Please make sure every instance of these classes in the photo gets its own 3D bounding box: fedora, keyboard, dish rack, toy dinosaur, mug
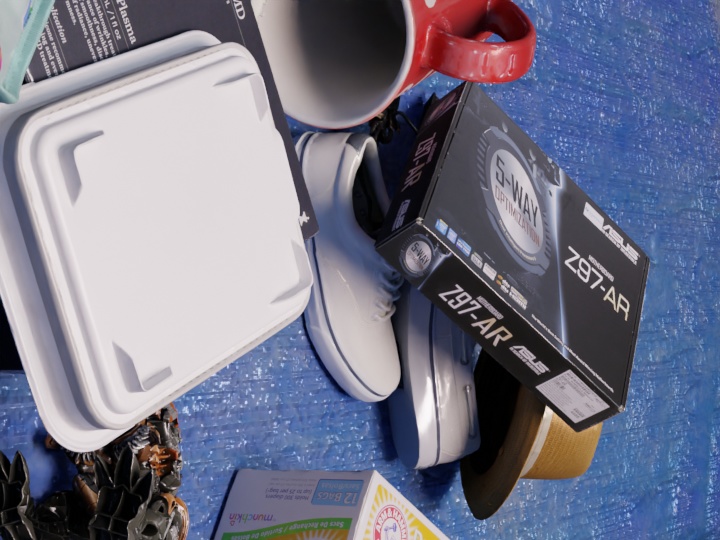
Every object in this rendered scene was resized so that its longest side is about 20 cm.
[{"bbox_3d":[0.137,0.103,1.100,0.201,0.082,0.201,-166,-90,-83],"label":"fedora"},{"bbox_3d":[0.049,-0.086,1.072,0.127,0.021,0.200,51,20,-16],"label":"keyboard"},{"bbox_3d":[-0.092,-0.022,0.711,0.200,0.043,0.172,-33,114,-52],"label":"dish rack"},{"bbox_3d":[-0.127,0.130,0.791,0.200,0.102,0.136,70,13,14],"label":"toy dinosaur"},{"bbox_3d":[0.033,-0.171,1.008,0.178,0.133,0.200,45,32,6],"label":"mug"}]

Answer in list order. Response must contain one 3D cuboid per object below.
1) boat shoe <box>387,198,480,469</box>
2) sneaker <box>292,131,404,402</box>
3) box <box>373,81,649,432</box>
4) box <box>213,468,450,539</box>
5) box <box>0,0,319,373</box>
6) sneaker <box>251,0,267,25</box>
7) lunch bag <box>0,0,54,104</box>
[{"bbox_3d":[0.065,0.042,1.068,0.086,0.075,0.202,-8,96,-22],"label":"boat shoe"},{"bbox_3d":[0.000,0.000,1.005,0.073,0.071,0.200,-40,120,-50],"label":"sneaker"},{"bbox_3d":[0.110,-0.011,0.991,0.200,0.044,0.160,42,41,-18],"label":"box"},{"bbox_3d":[0.001,0.218,0.947,0.200,0.112,0.101,47,49,-41],"label":"box"},{"bbox_3d":[-0.135,-0.072,0.782,0.182,0.104,0.200,-37,118,-50],"label":"box"},{"bbox_3d":[-0.108,-0.218,0.879,0.099,0.069,0.200,26,61,-45],"label":"sneaker"},{"bbox_3d":[-0.208,-0.173,0.623,0.122,0.170,0.200,47,49,-53],"label":"lunch bag"}]
